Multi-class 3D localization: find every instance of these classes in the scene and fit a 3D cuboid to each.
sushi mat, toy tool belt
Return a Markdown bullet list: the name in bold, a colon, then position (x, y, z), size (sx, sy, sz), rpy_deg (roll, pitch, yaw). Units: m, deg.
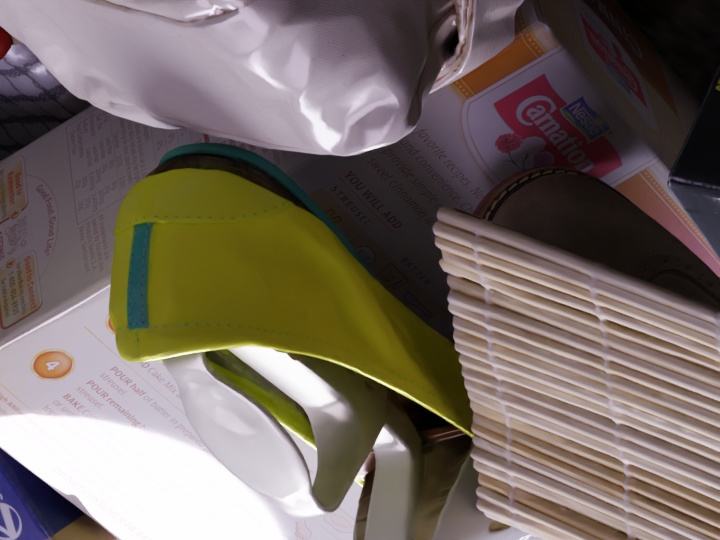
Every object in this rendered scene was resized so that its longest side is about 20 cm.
- **sushi mat**: position (0.089, 0.050, 0.675), size (0.200, 0.012, 0.096), rpy_deg (23, 132, 48)
- **toy tool belt**: position (-0.037, -0.101, 0.738), size (0.125, 0.123, 0.200), rpy_deg (43, 162, -34)

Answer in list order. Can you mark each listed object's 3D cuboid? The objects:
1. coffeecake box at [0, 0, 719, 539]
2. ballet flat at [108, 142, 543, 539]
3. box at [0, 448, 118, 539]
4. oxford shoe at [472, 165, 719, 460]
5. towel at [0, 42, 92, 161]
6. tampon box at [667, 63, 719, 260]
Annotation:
- **coffeecake box**: position (0.000, 0.000, 0.838), size (0.200, 0.073, 0.154), rpy_deg (-29, 134, 18)
- **ballet flat**: position (0.004, 0.041, 0.774), size (0.067, 0.067, 0.200), rpy_deg (-12, 144, 37)
- **box**: position (-0.171, 0.024, 0.877), size (0.121, 0.032, 0.200), rpy_deg (-32, 89, 30)
- **oxford shoe**: position (0.101, 0.051, 0.737), size (0.200, 0.070, 0.075), rpy_deg (52, 164, 4)
- **towel**: position (-0.122, -0.085, 0.922), size (0.166, 0.086, 0.200), rpy_deg (39, 159, -29)
- **tampon box**: position (0.196, -0.018, 0.626), size (0.200, 0.126, 0.150), rpy_deg (13, 157, 35)
